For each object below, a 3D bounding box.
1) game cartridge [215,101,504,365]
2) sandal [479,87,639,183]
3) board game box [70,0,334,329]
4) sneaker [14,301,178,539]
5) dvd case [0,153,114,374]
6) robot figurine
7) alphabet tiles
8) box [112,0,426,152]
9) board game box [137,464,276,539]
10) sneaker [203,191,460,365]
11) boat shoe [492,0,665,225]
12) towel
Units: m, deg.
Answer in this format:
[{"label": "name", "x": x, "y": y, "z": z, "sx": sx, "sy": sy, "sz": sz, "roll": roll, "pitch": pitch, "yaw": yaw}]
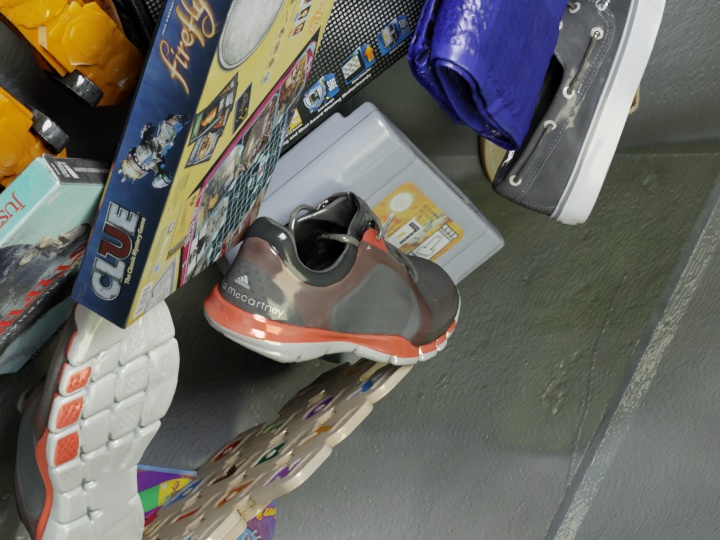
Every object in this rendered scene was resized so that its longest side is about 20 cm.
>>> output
[{"label": "game cartridge", "x": -0.005, "y": -0.013, "z": 1.643, "sx": 0.133, "sy": 0.042, "sz": 0.200, "roll": -43, "pitch": 151, "yaw": 4}, {"label": "sandal", "x": 0.132, "y": -0.117, "z": 1.688, "sx": 0.077, "sy": 0.070, "sz": 0.212, "roll": -10, "pitch": 130, "yaw": -40}, {"label": "board game box", "x": -0.069, "y": -0.083, "z": 1.422, "sx": 0.135, "sy": 0.035, "sz": 0.201, "roll": -38, "pitch": 154, "yaw": -56}, {"label": "sneaker", "x": -0.155, "y": 0.076, "z": 1.534, "sx": 0.077, "sy": 0.082, "sz": 0.201, "roll": -15, "pitch": 134, "yaw": -36}, {"label": "dvd case", "x": -0.165, "y": 0.000, "z": 1.451, "sx": 0.146, "sy": 0.022, "sz": 0.200, "roll": -44, "pitch": 170, "yaw": 12}, {"label": "robot figurine", "x": -0.181, "y": -0.109, "z": 1.376, "sx": 0.145, "sy": 0.058, "sz": 0.200, "roll": -54, "pitch": 145, "yaw": -7}, {"label": "alphabet tiles", "x": -0.053, "y": 0.110, "z": 1.627, "sx": 0.195, "sy": 0.015, "sz": 0.200, "roll": -27, "pitch": -166, "yaw": 50}, {"label": "box", "x": -0.032, "y": -0.161, "z": 1.498, "sx": 0.200, "sy": 0.048, "sz": 0.193, "roll": -39, "pitch": 147, "yaw": -13}, {"label": "board game box", "x": -0.120, "y": 0.195, "z": 1.744, "sx": 0.200, "sy": 0.039, "sz": 0.158, "roll": 12, "pitch": 114, "yaw": -51}, {"label": "sneaker", "x": 0.000, "y": 0.000, "z": 1.560, "sx": 0.200, "sy": 0.077, "sz": 0.082, "roll": -7, "pitch": 121, "yaw": -58}, {"label": "boat shoe", "x": 0.122, "y": -0.125, "z": 1.628, "sx": 0.066, "sy": 0.070, "sz": 0.201, "roll": 14, "pitch": 112, "yaw": -9}, {"label": "towel", "x": 0.082, "y": -0.176, "z": 1.538, "sx": 0.148, "sy": 0.049, "sz": 0.201, "roll": 48, "pitch": 60, "yaw": -69}]
